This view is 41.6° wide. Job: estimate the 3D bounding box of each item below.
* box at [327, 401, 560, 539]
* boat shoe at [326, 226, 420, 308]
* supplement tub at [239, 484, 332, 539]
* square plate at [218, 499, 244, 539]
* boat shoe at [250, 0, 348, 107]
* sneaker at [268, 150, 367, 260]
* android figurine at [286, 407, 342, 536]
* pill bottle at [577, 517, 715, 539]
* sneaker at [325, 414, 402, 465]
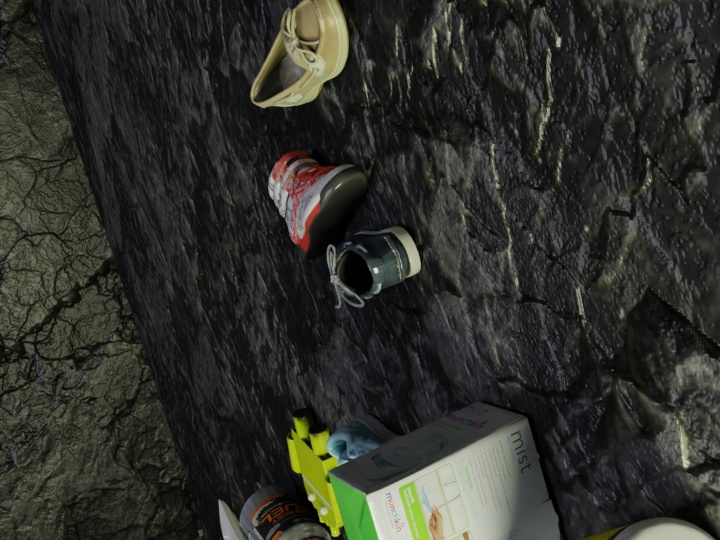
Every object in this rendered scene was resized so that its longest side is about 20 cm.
[{"bbox_3d":[0.088,0.251,0.875,0.096,0.174,0.203,4,113,66],"label":"box"},{"bbox_3d":[0.000,0.000,1.020,0.200,0.061,0.076,-6,106,68],"label":"boat shoe"},{"bbox_3d":[-0.124,0.469,1.651,0.199,0.121,0.124,29,135,58],"label":"supplement tub"},{"bbox_3d":[-0.311,0.711,2.437,0.199,0.028,0.202,54,154,35],"label":"square plate"},{"bbox_3d":[-0.066,-0.222,0.979,0.074,0.062,0.200,68,159,3],"label":"boat shoe"},{"bbox_3d":[-0.056,-0.095,1.064,0.109,0.067,0.202,61,160,13],"label":"sneaker"},{"bbox_3d":[-0.063,0.320,1.485,0.182,0.041,0.203,32,136,57],"label":"android figurine"},{"bbox_3d":[0.192,0.261,0.723,0.115,0.113,0.200,63,158,15],"label":"pill bottle"},{"bbox_3d":[0.019,0.241,1.160,0.199,0.081,0.075,15,124,64],"label":"sneaker"}]
